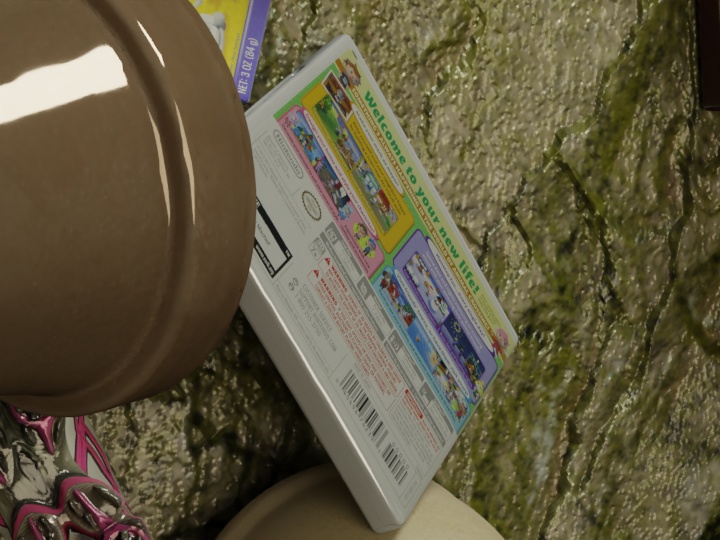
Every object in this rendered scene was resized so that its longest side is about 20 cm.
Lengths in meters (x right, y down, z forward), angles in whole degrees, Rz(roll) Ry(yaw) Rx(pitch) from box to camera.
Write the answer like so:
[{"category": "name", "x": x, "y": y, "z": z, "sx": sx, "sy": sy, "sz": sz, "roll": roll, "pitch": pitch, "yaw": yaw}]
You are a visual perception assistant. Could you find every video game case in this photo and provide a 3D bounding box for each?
[{"category": "video game case", "x": 0.000, "y": 0.000, "z": 0.795, "sx": 0.201, "sy": 0.022, "sz": 0.182, "roll": 60, "pitch": 35, "yaw": -13}]

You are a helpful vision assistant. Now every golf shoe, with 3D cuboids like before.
[{"category": "golf shoe", "x": -0.164, "y": 0.088, "z": 0.758, "sx": 0.072, "sy": 0.092, "sz": 0.202, "roll": -26, "pitch": 85, "yaw": -13}]

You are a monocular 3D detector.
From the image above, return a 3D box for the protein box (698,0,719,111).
[{"category": "protein box", "x": 0.319, "y": -0.205, "z": 0.939, "sx": 0.196, "sy": 0.135, "sz": 0.203, "roll": -9, "pitch": 100, "yaw": -27}]

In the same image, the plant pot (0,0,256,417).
[{"category": "plant pot", "x": -0.167, "y": -0.024, "z": 0.608, "sx": 0.174, "sy": 0.198, "sz": 0.203, "roll": -21, "pitch": 107, "yaw": -52}]

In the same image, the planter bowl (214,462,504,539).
[{"category": "planter bowl", "x": 0.019, "y": 0.206, "z": 0.782, "sx": 0.198, "sy": 0.134, "sz": 0.203, "roll": -2, "pitch": 94, "yaw": -26}]

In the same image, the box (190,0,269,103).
[{"category": "box", "x": -0.137, "y": -0.161, "z": 0.750, "sx": 0.198, "sy": 0.048, "sz": 0.119, "roll": 12, "pitch": 90, "yaw": -26}]
